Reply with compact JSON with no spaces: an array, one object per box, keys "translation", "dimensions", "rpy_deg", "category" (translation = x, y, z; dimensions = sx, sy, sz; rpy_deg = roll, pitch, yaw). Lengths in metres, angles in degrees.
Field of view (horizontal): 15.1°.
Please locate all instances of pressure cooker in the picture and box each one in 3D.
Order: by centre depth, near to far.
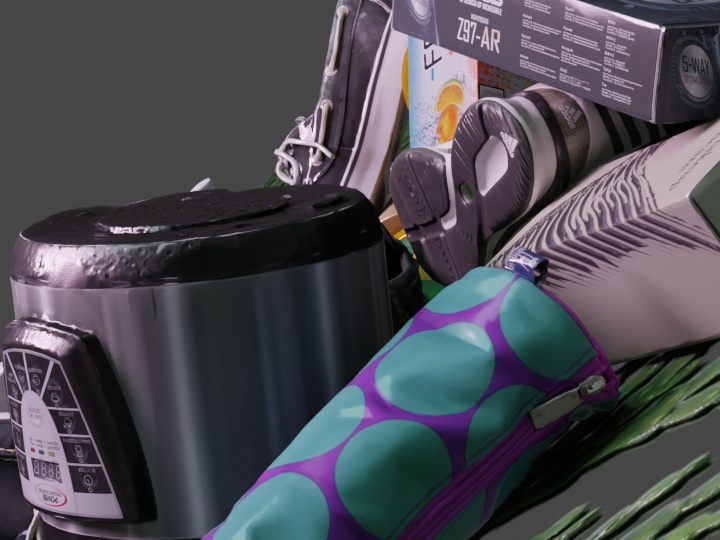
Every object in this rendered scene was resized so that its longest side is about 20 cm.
[{"translation":[-0.064,0.068,1.234],"dimensions":[0.178,0.200,0.176],"rpy_deg":[-4,10,12],"category":"pressure cooker"}]

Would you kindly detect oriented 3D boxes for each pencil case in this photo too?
[{"translation":[0.019,0.085,1.117],"dimensions":[0.200,0.085,0.092],"rpy_deg":[-45,35,-23],"category":"pencil case"}]

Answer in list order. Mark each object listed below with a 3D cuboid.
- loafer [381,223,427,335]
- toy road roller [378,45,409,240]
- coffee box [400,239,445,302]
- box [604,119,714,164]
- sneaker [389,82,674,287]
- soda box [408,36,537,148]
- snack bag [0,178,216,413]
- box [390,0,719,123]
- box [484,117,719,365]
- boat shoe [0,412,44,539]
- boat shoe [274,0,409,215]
[{"translation":[0.000,0.000,1.397],"dimensions":[0.068,0.071,0.201],"rpy_deg":[-10,22,-6],"category":"loafer"},{"translation":[0.064,-0.080,1.583],"dimensions":[0.200,0.146,0.123],"rpy_deg":[-37,8,24],"category":"toy road roller"},{"translation":[-0.010,0.038,1.462],"dimensions":[0.123,0.044,0.200],"rpy_deg":[-2,22,16],"category":"coffee box"},{"translation":[0.160,-0.063,1.408],"dimensions":[0.200,0.044,0.160],"rpy_deg":[-39,8,15],"category":"box"},{"translation":[0.092,-0.052,1.345],"dimensions":[0.115,0.076,0.200],"rpy_deg":[-22,-5,-20],"category":"sneaker"},{"translation":[0.068,-0.139,1.467],"dimensions":[0.068,0.063,0.200],"rpy_deg":[-31,52,51],"category":"soda box"},{"translation":[-0.120,0.073,1.534],"dimensions":[0.200,0.189,0.021],"rpy_deg":[-43,43,-15],"category":"snack bag"},{"translation":[0.135,-0.116,1.252],"dimensions":[0.160,0.044,0.200],"rpy_deg":[-7,20,-33],"category":"box"},{"translation":[0.136,-0.013,1.164],"dimensions":[0.082,0.068,0.200],"rpy_deg":[-43,8,-24],"category":"box"},{"translation":[-0.136,0.119,1.356],"dimensions":[0.060,0.200,0.076],"rpy_deg":[-108,23,-70],"category":"boat shoe"},{"translation":[-0.015,-0.071,1.622],"dimensions":[0.074,0.068,0.200],"rpy_deg":[4,-79,-81],"category":"boat shoe"}]
